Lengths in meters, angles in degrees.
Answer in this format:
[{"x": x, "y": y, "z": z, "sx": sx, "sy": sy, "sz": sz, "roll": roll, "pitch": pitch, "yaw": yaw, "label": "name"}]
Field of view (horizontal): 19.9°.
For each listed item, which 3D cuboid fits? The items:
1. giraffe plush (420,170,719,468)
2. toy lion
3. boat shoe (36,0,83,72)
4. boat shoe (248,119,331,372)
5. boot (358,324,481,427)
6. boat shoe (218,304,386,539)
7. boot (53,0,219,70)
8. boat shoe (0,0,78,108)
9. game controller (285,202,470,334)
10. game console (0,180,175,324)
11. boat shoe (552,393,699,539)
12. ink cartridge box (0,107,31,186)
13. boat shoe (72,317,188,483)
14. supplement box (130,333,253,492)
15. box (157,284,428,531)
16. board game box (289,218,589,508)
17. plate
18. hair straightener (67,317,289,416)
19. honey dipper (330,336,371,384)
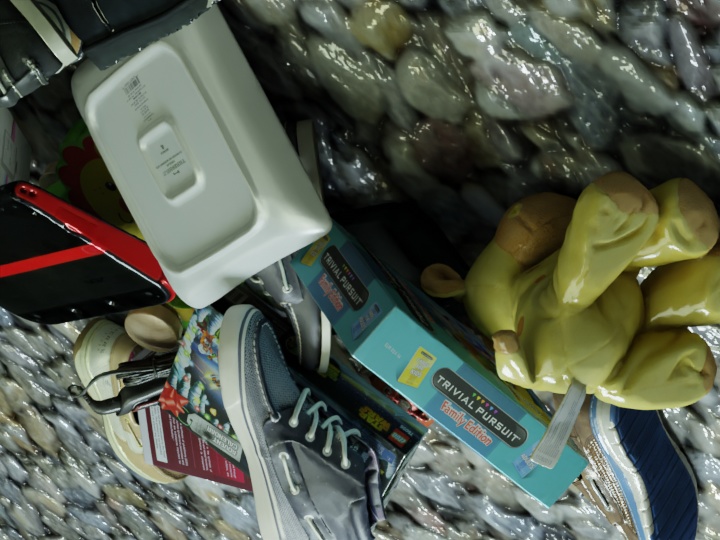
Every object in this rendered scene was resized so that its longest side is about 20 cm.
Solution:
[{"x": 0.136, "y": 0.015, "z": 1.356, "sx": 0.173, "sy": 0.200, "sz": 0.162, "roll": 44, "pitch": 177, "yaw": -31, "label": "giraffe plush"}, {"x": -0.164, "y": -0.038, "z": 1.613, "sx": 0.191, "sy": 0.069, "sz": 0.200, "roll": -21, "pitch": 123, "yaw": 44, "label": "toy lion"}, {"x": -0.273, "y": -0.171, "z": 1.484, "sx": 0.199, "sy": 0.062, "sz": 0.075, "roll": 4, "pitch": 108, "yaw": 33, "label": "boat shoe"}, {"x": -0.054, "y": -0.015, "z": 1.483, "sx": 0.062, "sy": 0.073, "sz": 0.202, "roll": -5, "pitch": 120, "yaw": 0, "label": "boat shoe"}, {"x": 0.034, "y": 0.106, "z": 1.606, "sx": 0.075, "sy": 0.108, "sz": 0.200, "roll": 34, "pitch": 148, "yaw": -5, "label": "boot"}, {"x": -0.038, "y": 0.114, "z": 1.502, "sx": 0.092, "sy": 0.075, "sz": 0.202, "roll": -2, "pitch": 119, "yaw": 21, "label": "boat shoe"}, {"x": -0.163, "y": -0.228, "z": 1.302, "sx": 0.199, "sy": 0.077, "sz": 0.168, "roll": -22, "pitch": 118, "yaw": 45, "label": "boot"}, {"x": -0.273, "y": -0.194, "z": 1.395, "sx": 0.200, "sy": 0.068, "sz": 0.072, "roll": 49, "pitch": -176, "yaw": 24, "label": "boat shoe"}, {"x": 0.000, "y": 0.000, "z": 1.553, "sx": 0.199, "sy": 0.042, "sz": 0.105, "roll": -9, "pitch": 118, "yaw": 47, "label": "game controller"}, {"x": -0.249, "y": -0.014, "z": 1.568, "sx": 0.199, "sy": 0.031, "sz": 0.176, "roll": -11, "pitch": 145, "yaw": 44, "label": "game console"}, {"x": 0.203, "y": 0.153, "z": 1.575, "sx": 0.072, "sy": 0.072, "sz": 0.201, "roll": 9, "pitch": 134, "yaw": 39, "label": "boat shoe"}, {"x": -0.316, "y": -0.090, "z": 1.513, "sx": 0.115, "sy": 0.068, "sz": 0.200, "roll": 3, "pitch": 167, "yaw": 2, "label": "ink cartridge box"}, {"x": -0.192, "y": 0.128, "z": 1.861, "sx": 0.066, "sy": 0.074, "sz": 0.201, "roll": 12, "pitch": 146, "yaw": 36, "label": "boat shoe"}, {"x": -0.095, "y": 0.127, "z": 1.758, "sx": 0.198, "sy": 0.061, "sz": 0.110, "roll": 12, "pitch": 121, "yaw": 28, "label": "supplement box"}, {"x": -0.056, "y": 0.113, "z": 1.583, "sx": 0.199, "sy": 0.040, "sz": 0.137, "roll": 36, "pitch": 136, "yaw": 11, "label": "box"}, {"x": 0.054, "y": 0.062, "z": 1.421, "sx": 0.200, "sy": 0.047, "sz": 0.151, "roll": 39, "pitch": -173, "yaw": -29, "label": "board game box"}, {"x": -0.124, "y": -0.082, "z": 1.442, "sx": 0.199, "sy": 0.032, "sz": 0.201, "roll": -28, "pitch": 90, "yaw": 53, "label": "plate"}, {"x": -0.145, "y": 0.073, "z": 1.677, "sx": 0.198, "sy": 0.041, "sz": 0.077, "roll": -12, "pitch": 142, "yaw": 1, "label": "hair straightener"}, {"x": -0.049, "y": 0.020, "z": 1.554, "sx": 0.038, "sy": 0.038, "sz": 0.201, "roll": -11, "pitch": 118, "yaw": 48, "label": "honey dipper"}]
